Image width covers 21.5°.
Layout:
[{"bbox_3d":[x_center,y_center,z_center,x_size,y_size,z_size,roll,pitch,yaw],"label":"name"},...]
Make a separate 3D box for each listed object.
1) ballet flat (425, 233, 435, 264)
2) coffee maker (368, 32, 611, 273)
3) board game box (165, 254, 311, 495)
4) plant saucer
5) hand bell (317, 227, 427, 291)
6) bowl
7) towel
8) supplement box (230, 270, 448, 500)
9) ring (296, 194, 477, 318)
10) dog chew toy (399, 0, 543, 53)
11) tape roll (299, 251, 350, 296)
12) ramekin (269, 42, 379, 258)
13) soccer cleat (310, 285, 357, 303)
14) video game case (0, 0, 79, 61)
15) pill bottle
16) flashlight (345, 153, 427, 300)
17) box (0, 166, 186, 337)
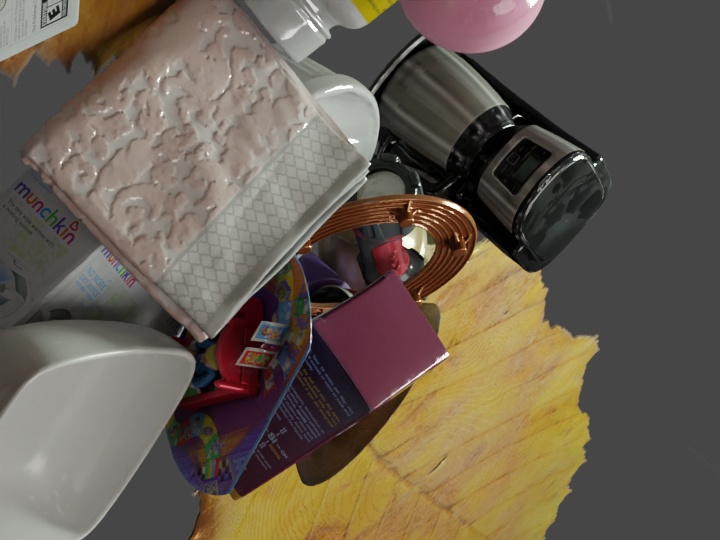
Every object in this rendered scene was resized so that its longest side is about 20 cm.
[{"bbox_3d":[0.033,-0.031,1.861,0.200,0.070,0.066,13,89,-67],"label":"ballet flat"},{"bbox_3d":[0.124,-0.107,1.711,0.135,0.200,0.192,-56,155,20],"label":"coffee maker"},{"bbox_3d":[-0.110,0.063,1.411,0.039,0.158,0.200,15,116,-35],"label":"board game box"},{"bbox_3d":[-0.005,0.101,1.702,0.200,0.035,0.200,-49,-166,16],"label":"plant saucer"},{"bbox_3d":[-0.009,-0.064,1.672,0.104,0.104,0.200,-45,154,-9],"label":"hand bell"},{"bbox_3d":[-0.230,0.113,1.352,0.200,0.075,0.200,2,127,-57],"label":"bowl"},{"bbox_3d":[-0.111,-0.080,1.351,0.200,0.191,0.032,-47,-169,-27],"label":"towel"},{"bbox_3d":[-0.038,0.095,1.530,0.110,0.086,0.200,-31,176,-45],"label":"supplement box"},{"bbox_3d":[0.000,0.000,1.532,0.199,0.019,0.201,-12,153,-6],"label":"ring"},{"bbox_3d":[0.082,-0.265,1.507,0.124,0.124,0.200,-42,148,-15],"label":"dog chew toy"},{"bbox_3d":[-0.106,0.061,1.712,0.200,0.085,0.200,-38,154,-22],"label":"tape roll"},{"bbox_3d":[-0.086,-0.089,1.504,0.202,0.094,0.203,-39,155,-22],"label":"ramekin"},{"bbox_3d":[-0.055,0.102,1.677,0.200,0.068,0.073,-56,157,10],"label":"soccer cleat"},{"bbox_3d":[-0.244,-0.195,1.159,0.182,0.022,0.200,-33,153,-33],"label":"video game case"},{"bbox_3d":[0.003,-0.248,1.369,0.200,0.114,0.114,-39,157,4],"label":"pill bottle"},{"bbox_3d":[0.028,-0.025,1.598,0.068,0.068,0.200,-20,154,-1],"label":"flashlight"},{"bbox_3d":[-0.236,0.032,1.428,0.176,0.097,0.200,-42,155,-9],"label":"box"}]
